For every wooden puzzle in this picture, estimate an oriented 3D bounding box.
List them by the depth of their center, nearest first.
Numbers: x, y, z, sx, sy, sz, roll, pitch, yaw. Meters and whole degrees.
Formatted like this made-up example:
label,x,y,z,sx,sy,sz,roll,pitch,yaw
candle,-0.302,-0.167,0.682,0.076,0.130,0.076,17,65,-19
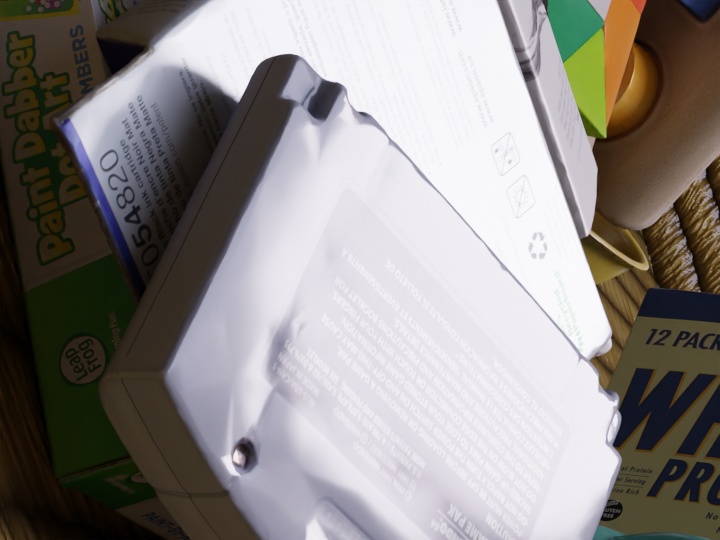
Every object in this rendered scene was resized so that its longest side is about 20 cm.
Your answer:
label,x,y,z,sx,sy,sz,roll,pitch,yaw
wooden puzzle,0.103,-0.150,1.161,0.185,0.037,0.201,37,63,-61
wooden puzzle,0.139,-0.149,1.279,0.046,0.185,0.200,27,20,-53

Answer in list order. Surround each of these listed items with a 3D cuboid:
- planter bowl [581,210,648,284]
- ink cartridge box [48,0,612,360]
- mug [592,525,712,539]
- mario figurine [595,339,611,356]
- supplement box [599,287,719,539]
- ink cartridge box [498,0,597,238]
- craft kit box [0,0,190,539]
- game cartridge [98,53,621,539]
label,x,y,z,sx,sy,sz,roll,pitch,yaw
planter bowl,0.050,-0.043,1.269,0.200,0.083,0.200,42,10,-9
ink cartridge box,-0.010,-0.010,0.789,0.200,0.041,0.200,-42,120,-41
mug,0.065,0.151,0.873,0.152,0.184,0.115,72,3,-59
mario figurine,0.079,0.076,1.238,0.106,0.123,0.200,61,9,27
supplement box,0.180,0.149,1.105,0.200,0.134,0.200,71,34,-40
ink cartridge box,0.001,-0.094,1.016,0.083,0.146,0.201,-76,147,-67
craft kit box,-0.065,-0.006,0.836,0.197,0.048,0.201,40,35,-66
game cartridge,0.005,0.047,0.749,0.200,0.041,0.133,47,53,-38
